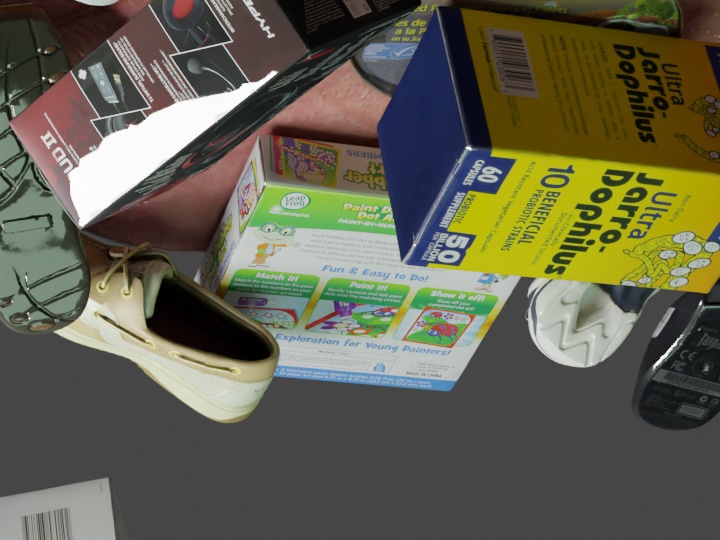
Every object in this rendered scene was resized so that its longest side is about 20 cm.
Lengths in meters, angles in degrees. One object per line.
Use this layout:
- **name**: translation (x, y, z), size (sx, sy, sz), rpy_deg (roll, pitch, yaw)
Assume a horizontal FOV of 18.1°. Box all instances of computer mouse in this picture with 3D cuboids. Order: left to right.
- **computer mouse**: translation (0.279, 0.036, 1.599), size (0.140, 0.046, 0.201), rpy_deg (9, 128, -17)

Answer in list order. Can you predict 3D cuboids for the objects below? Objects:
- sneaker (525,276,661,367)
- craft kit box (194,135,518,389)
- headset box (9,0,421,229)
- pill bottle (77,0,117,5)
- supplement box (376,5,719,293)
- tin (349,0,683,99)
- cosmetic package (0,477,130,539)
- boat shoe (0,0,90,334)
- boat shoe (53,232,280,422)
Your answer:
- **sneaker**: translation (0.179, -0.023, 1.480), size (0.079, 0.130, 0.199), rpy_deg (38, 88, -11)
- **craft kit box**: translation (0.000, 0.000, 1.477), size (0.199, 0.049, 0.198), rpy_deg (6, 143, -20)
- **headset box**: translation (-0.085, -0.108, 1.232), size (0.200, 0.075, 0.149), rpy_deg (-35, 179, 30)
- **pill bottle**: translation (-0.088, -0.221, 1.113), size (0.112, 0.113, 0.200), rpy_deg (23, 133, -36)
- **supplement box**: translation (0.125, -0.067, 1.308), size (0.199, 0.110, 0.109), rpy_deg (5, 141, -20)
- **tin**: translation (0.089, -0.147, 1.315), size (0.199, 0.042, 0.112), rpy_deg (-1, 147, -12)
- **cosmetic package**: translation (-0.222, 0.251, 1.741), size (0.107, 0.085, 0.200), rpy_deg (-11, 143, -2)
- **boat shoe**: translation (-0.200, -0.062, 1.321), size (0.075, 0.074, 0.201), rpy_deg (-5, 118, -11)
- **boat shoe**: translation (-0.138, 0.017, 1.419), size (0.199, 0.074, 0.066), rpy_deg (30, 135, -10)
